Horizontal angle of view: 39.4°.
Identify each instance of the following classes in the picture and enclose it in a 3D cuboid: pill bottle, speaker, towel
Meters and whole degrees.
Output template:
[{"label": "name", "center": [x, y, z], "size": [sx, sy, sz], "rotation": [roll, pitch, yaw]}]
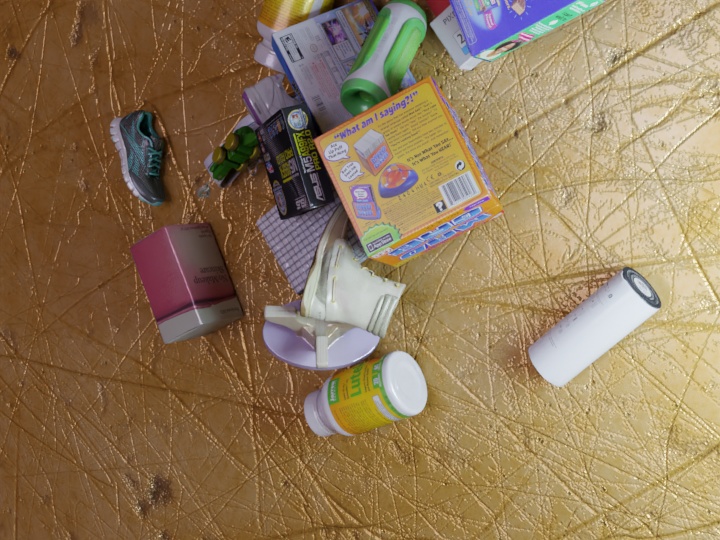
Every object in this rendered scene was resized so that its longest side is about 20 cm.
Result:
[{"label": "pill bottle", "center": [0.004, 0.218, 1.712], "size": [0.200, 0.111, 0.111], "rotation": [-24, 82, 32]}, {"label": "pill bottle", "center": [-0.111, -0.443, 1.718], "size": [0.113, 0.113, 0.200], "rotation": [32, 112, 26]}, {"label": "speaker", "center": [0.038, -0.332, 1.575], "size": [0.088, 0.088, 0.200], "rotation": [4, 55, 32]}, {"label": "speaker", "center": [0.345, 0.086, 1.498], "size": [0.200, 0.081, 0.081], "rotation": [-45, 71, 27]}, {"label": "towel", "center": [-0.062, -0.069, 1.745], "size": [0.200, 0.086, 0.166], "rotation": [-38, 77, 29]}]

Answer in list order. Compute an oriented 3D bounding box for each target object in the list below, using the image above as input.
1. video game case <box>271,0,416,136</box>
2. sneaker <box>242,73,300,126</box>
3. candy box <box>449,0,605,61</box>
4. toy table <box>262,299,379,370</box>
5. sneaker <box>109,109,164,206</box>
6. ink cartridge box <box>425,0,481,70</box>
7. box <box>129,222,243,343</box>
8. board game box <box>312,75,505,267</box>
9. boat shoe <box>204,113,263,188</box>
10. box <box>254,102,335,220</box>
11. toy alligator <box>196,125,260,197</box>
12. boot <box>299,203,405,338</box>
[{"label": "video game case", "center": [-0.023, -0.329, 1.650], "size": [0.181, 0.045, 0.200], "rotation": [-24, 79, -12]}, {"label": "sneaker", "center": [-0.118, -0.248, 1.744], "size": [0.100, 0.075, 0.200], "rotation": [-35, 113, -6]}, {"label": "candy box", "center": [0.231, -0.428, 1.470], "size": [0.200, 0.077, 0.169], "rotation": [-24, 83, 32]}, {"label": "toy table", "center": [-0.064, 0.088, 1.683], "size": [0.200, 0.117, 0.184], "rotation": [-10, 68, -9]}, {"label": "sneaker", "center": [-0.421, -0.225, 1.966], "size": [0.091, 0.078, 0.200], "rotation": [-27, 82, 28]}, {"label": "ink cartridge box", "center": [0.190, -0.443, 1.565], "size": [0.200, 0.045, 0.176], "rotation": [-38, 76, 30]}, {"label": "box", "center": [-0.327, 0.021, 1.896], "size": [0.109, 0.128, 0.200], "rotation": [-27, 81, 31]}, {"label": "board game box", "center": [0.080, -0.143, 1.542], "size": [0.200, 0.200, 0.200], "rotation": [-27, 80, 12]}, {"label": "boat shoe", "center": [-0.204, -0.213, 1.825], "size": [0.202, 0.075, 0.086], "rotation": [-37, 75, 32]}, {"label": "box", "center": [-0.108, -0.170, 1.609], "size": [0.200, 0.044, 0.160], "rotation": [174, 80, -72]}, {"label": "toy alligator", "center": [-0.235, -0.202, 1.782], "size": [0.200, 0.059, 0.054], "rotation": [-38, 48, 39]}, {"label": "boot", "center": [0.000, 0.000, 1.623], "size": [0.154, 0.072, 0.200], "rotation": [16, 73, 4]}]
